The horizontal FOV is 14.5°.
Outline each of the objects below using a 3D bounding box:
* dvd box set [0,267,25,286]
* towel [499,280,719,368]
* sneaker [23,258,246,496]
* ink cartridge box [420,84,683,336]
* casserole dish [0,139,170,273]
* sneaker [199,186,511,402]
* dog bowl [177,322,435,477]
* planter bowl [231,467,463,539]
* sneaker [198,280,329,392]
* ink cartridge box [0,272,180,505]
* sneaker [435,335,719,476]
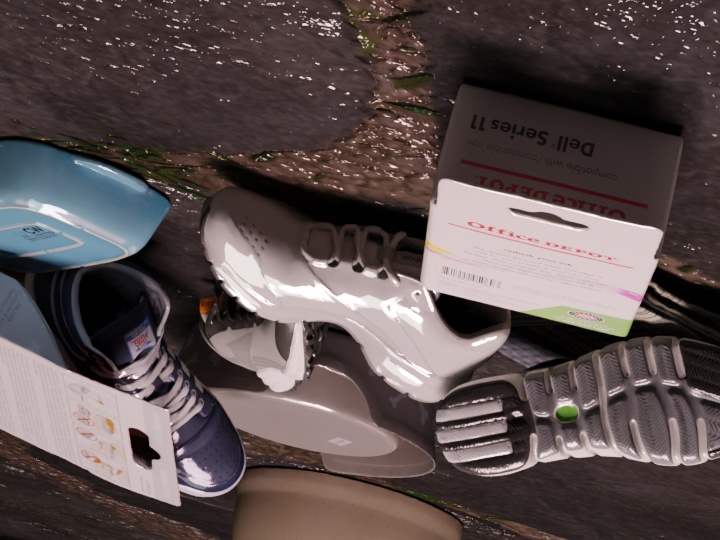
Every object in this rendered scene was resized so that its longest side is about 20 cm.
[{"bbox_3d":[-0.315,0.021,1.878,0.146,0.029,0.200,-39,140,19],"label":"dvd box set"},{"bbox_3d":[0.148,0.035,1.690,0.192,0.035,0.200,29,161,-34],"label":"towel"},{"bbox_3d":[-0.135,0.068,1.821,0.200,0.070,0.108,51,162,-11],"label":"sneaker"},{"bbox_3d":[0.095,-0.033,1.415,0.117,0.067,0.200,14,165,3],"label":"ink cartridge box"},{"bbox_3d":[-0.202,-0.035,1.725,0.121,0.039,0.200,24,161,-32],"label":"casserole dish"},{"bbox_3d":[0.000,0.000,1.625,0.200,0.075,0.087,27,143,-22],"label":"sneaker"},{"bbox_3d":[-0.039,0.087,1.965,0.200,0.059,0.200,13,165,4],"label":"dog bowl"},{"bbox_3d":[-0.024,0.262,2.418,0.200,0.135,0.200,14,165,4],"label":"planter bowl"},{"bbox_3d":[-0.060,0.029,1.761,0.079,0.074,0.200,21,164,-6],"label":"sneaker"},{"bbox_3d":[-0.199,0.066,1.805,0.200,0.047,0.160,23,155,11],"label":"ink cartridge box"},{"bbox_3d":[0.151,0.072,1.660,0.200,0.075,0.115,-5,-175,18],"label":"sneaker"}]
